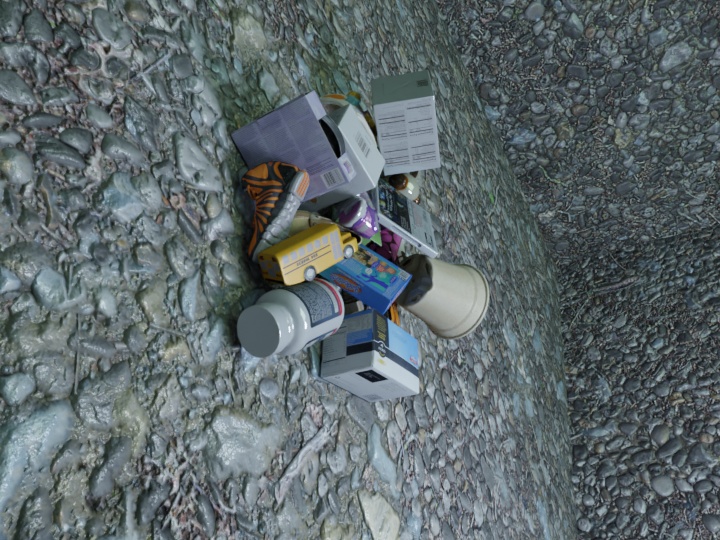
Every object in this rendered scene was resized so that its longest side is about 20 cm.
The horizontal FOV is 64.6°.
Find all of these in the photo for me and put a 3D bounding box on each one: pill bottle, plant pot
[{"bbox_3d":[-0.125,0.086,1.028,0.200,0.119,0.120,-17,91,-62],"label":"pill bottle"},{"bbox_3d":[0.179,0.050,1.392,0.183,0.200,0.201,24,53,-40],"label":"plant pot"}]

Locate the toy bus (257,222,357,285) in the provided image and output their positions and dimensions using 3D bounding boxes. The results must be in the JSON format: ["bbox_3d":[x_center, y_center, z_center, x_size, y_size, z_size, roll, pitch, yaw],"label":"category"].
[{"bbox_3d":[-0.095,-0.034,1.088,0.200,0.065,0.078,-31,117,-40],"label":"toy bus"}]

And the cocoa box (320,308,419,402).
[{"bbox_3d":[0.024,0.187,1.227,0.200,0.133,0.131,39,43,-47],"label":"cocoa box"}]

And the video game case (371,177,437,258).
[{"bbox_3d":[0.102,-0.132,1.371,0.182,0.023,0.200,32,29,-21],"label":"video game case"}]

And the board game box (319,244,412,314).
[{"bbox_3d":[0.000,0.000,1.260,0.200,0.045,0.152,33,30,9],"label":"board game box"}]

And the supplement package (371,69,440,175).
[{"bbox_3d":[0.116,-0.376,1.456,0.152,0.150,0.200,-91,171,-48],"label":"supplement package"}]

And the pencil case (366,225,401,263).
[{"bbox_3d":[0.063,-0.089,1.507,0.200,0.094,0.091,-67,173,-52],"label":"pencil case"}]

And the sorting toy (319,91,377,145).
[{"bbox_3d":[-0.007,-0.357,1.429,0.200,0.107,0.180,58,3,-26],"label":"sorting toy"}]

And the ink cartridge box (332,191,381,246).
[{"bbox_3d":[-0.010,-0.128,1.352,0.104,0.059,0.200,33,33,-27],"label":"ink cartridge box"}]

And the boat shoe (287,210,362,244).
[{"bbox_3d":[-0.087,-0.083,1.185,0.200,0.064,0.071,4,97,-37],"label":"boat shoe"}]

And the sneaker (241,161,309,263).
[{"bbox_3d":[-0.186,-0.116,1.085,0.200,0.112,0.078,-64,165,-10],"label":"sneaker"}]

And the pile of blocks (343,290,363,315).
[{"bbox_3d":[0.001,0.036,1.343,0.082,0.062,0.200,38,44,-47],"label":"pile of blocks"}]

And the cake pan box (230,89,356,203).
[{"bbox_3d":[-0.128,-0.227,1.109,0.184,0.200,0.052,60,30,-19],"label":"cake pan box"}]

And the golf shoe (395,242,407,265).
[{"bbox_3d":[0.119,-0.012,1.557,0.077,0.088,0.200,34,46,-48],"label":"golf shoe"}]

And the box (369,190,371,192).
[{"bbox_3d":[0.001,-0.213,1.457,0.200,0.082,0.049,56,33,-29],"label":"box"}]

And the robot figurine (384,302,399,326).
[{"bbox_3d":[0.056,0.087,1.400,0.145,0.058,0.200,46,35,-70],"label":"robot figurine"}]

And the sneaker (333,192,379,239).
[{"bbox_3d":[-0.002,-0.130,1.233,0.088,0.080,0.200,39,21,-25],"label":"sneaker"}]

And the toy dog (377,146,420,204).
[{"bbox_3d":[0.110,-0.246,1.565,0.200,0.194,0.140,-89,157,-47],"label":"toy dog"}]

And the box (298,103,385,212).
[{"bbox_3d":[-0.077,-0.228,1.200,0.152,0.200,0.106,56,33,-29],"label":"box"}]
